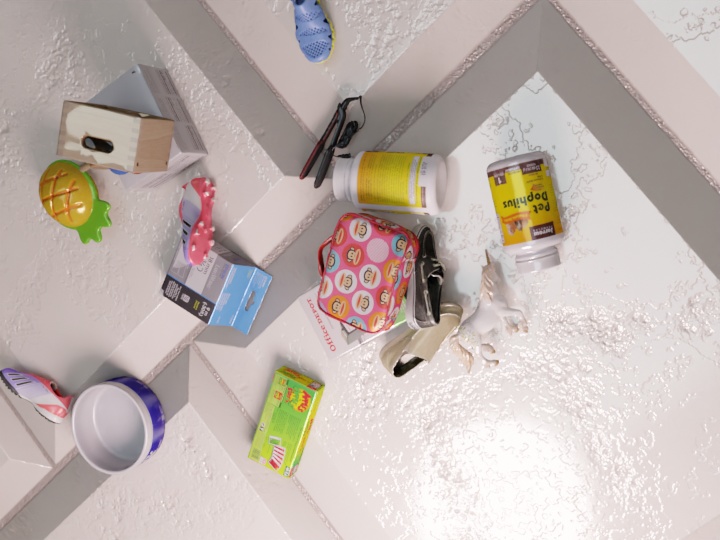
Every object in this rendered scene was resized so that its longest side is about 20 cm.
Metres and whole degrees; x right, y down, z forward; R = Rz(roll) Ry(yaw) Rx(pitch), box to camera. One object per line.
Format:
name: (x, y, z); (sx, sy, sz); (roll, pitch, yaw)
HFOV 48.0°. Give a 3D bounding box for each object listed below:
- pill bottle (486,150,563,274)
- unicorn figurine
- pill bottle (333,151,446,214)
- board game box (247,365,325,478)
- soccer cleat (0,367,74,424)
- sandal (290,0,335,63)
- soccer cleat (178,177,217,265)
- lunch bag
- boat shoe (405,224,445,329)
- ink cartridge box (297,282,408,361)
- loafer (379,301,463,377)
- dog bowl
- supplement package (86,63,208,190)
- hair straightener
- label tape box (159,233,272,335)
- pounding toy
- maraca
pill bottle: (0.294, -0.101, 1.425); (0.108, 0.109, 0.203); (-13, 92, 20)
unicorn figurine: (0.235, 0.082, 1.473); (0.137, 0.074, 0.201); (43, 75, -18)
pill bottle: (0.053, -0.163, 1.494); (0.197, 0.109, 0.111); (5, 98, 18)
board game box: (-0.153, 0.312, 1.663); (0.100, 0.048, 0.203); (22, 104, 15)
soccer cleat: (-0.746, 0.273, 1.866); (0.199, 0.068, 0.074); (32, 82, 17)
sandal: (-0.103, -0.494, 1.531); (0.078, 0.087, 0.203); (-13, 94, 18)
soccer cleat: (-0.338, -0.097, 1.637); (0.075, 0.067, 0.203); (-10, 62, 25)
lunch bag: (0.000, 0.000, 1.465); (0.174, 0.082, 0.203); (21, 100, 20)
boat shoe: (0.127, 0.009, 1.488); (0.063, 0.070, 0.203); (-12, 67, 38)
ink cartridge box: (0.000, 0.064, 1.560); (0.198, 0.084, 0.147); (-31, 85, 19)
loafer: (0.121, 0.136, 1.524); (0.200, 0.075, 0.069); (-43, 41, 25)
dog bowl: (-0.534, 0.340, 1.784); (0.197, 0.079, 0.204); (2, 97, 19)
supplement package: (-0.439, -0.290, 1.659); (0.154, 0.111, 0.202); (-28, 86, 20)
hair straightener: (-0.041, -0.246, 1.569); (0.076, 0.041, 0.202); (33, 101, 9)
label tape box: (-0.301, 0.029, 1.673); (0.198, 0.063, 0.146); (30, 105, 14)
pounding toy: (-0.478, -0.237, 1.537); (0.197, 0.184, 0.144); (13, 100, 7)
maraca: (-0.613, -0.148, 1.738); (0.200, 0.107, 0.137); (44, 115, 9)
